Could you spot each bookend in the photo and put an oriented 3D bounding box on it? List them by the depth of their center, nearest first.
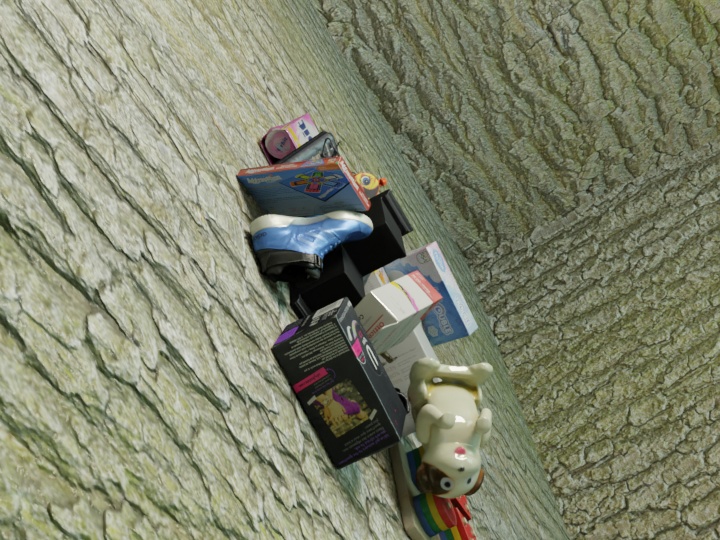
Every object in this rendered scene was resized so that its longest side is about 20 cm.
[{"bbox_3d":[-0.009,-0.010,1.654,0.092,0.199,0.199,57,12,-30],"label":"bookend"}]

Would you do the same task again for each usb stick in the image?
[{"bbox_3d":[-0.105,-0.190,1.807,0.200,0.033,0.056,-42,112,-45],"label":"usb stick"}]

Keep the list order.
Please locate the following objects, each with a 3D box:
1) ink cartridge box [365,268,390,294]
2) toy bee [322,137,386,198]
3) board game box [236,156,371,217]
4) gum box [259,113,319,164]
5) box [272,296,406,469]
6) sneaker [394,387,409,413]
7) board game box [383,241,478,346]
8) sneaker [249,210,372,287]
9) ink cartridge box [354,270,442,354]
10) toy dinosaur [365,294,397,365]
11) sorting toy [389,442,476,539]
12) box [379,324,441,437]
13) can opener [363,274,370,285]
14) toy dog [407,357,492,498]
[{"bbox_3d":[0.004,0.001,2.038,0.201,0.068,0.115,63,10,-7],"label":"ink cartridge box"},{"bbox_3d":[0.002,-0.131,1.818,0.131,0.108,0.201,31,-58,57],"label":"toy bee"},{"bbox_3d":[-0.090,-0.127,1.596,0.103,0.199,0.019,55,46,-38],"label":"board game box"},{"bbox_3d":[-0.102,-0.190,1.907,0.201,0.066,0.114,62,27,-13],"label":"gum box"},{"bbox_3d":[-0.025,0.157,1.440,0.201,0.106,0.122,63,11,-8],"label":"box"},{"bbox_3d":[0.047,0.234,1.663,0.077,0.084,0.200,65,11,4],"label":"sneaker"},{"bbox_3d":[0.116,0.063,2.101,0.043,0.199,0.201,-34,99,-49],"label":"board game box"},{"bbox_3d":[-0.065,-0.027,1.549,0.199,0.077,0.112,-2,64,-28],"label":"sneaker"},{"bbox_3d":[0.032,0.078,1.587,0.068,0.117,0.200,47,29,12],"label":"ink cartridge box"},{"bbox_3d":[-0.014,0.115,1.679,0.136,0.086,0.200,55,26,9],"label":"toy dinosaur"},{"bbox_3d":[0.133,0.403,1.717,0.200,0.069,0.199,57,13,-34],"label":"sorting toy"},{"bbox_3d":[0.073,0.179,1.808,0.201,0.124,0.097,64,10,-4],"label":"box"},{"bbox_3d":[0.000,0.000,1.838,0.200,0.053,0.067,-62,161,-61],"label":"can opener"},{"bbox_3d":[0.134,0.266,1.640,0.139,0.194,0.201,13,50,-23],"label":"toy dog"}]
